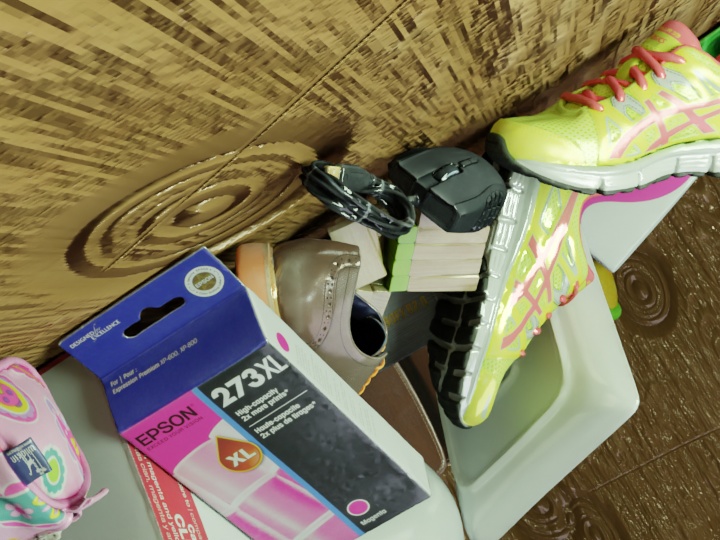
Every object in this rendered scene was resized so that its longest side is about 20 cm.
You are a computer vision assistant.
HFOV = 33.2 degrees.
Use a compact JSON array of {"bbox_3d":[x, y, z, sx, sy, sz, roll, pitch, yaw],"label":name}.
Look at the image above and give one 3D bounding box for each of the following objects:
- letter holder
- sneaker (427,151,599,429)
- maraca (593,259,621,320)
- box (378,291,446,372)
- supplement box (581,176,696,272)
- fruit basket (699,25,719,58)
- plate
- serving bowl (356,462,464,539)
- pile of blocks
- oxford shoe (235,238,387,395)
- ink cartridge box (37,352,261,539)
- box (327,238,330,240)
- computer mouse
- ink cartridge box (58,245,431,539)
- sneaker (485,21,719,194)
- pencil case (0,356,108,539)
[{"bbox_3d":[0.038,0.087,1.113,0.142,0.200,0.101,-33,175,23],"label":"letter holder"},{"bbox_3d":[0.107,0.010,0.778,0.078,0.090,0.200,-160,-92,-73],"label":"sneaker"},{"bbox_3d":[0.144,0.001,1.095,0.137,0.200,0.107,4,110,-50],"label":"maraca"},{"bbox_3d":[-0.016,0.066,0.905,0.158,0.048,0.200,-29,176,-24],"label":"box"},{"bbox_3d":[0.203,-0.070,0.985,0.103,0.101,0.200,-50,172,12],"label":"supplement box"},{"bbox_3d":[0.355,-0.121,0.919,0.216,0.216,0.155,-28,174,-37],"label":"fruit basket"},{"bbox_3d":[0.105,0.067,0.864,0.032,0.200,0.200,12,136,-24],"label":"plate"},{"bbox_3d":[-0.026,0.167,0.853,0.200,0.066,0.200,0,-158,0],"label":"serving bowl"},{"bbox_3d":[-0.021,-0.006,0.731,0.200,0.082,0.062,-22,-142,-4],"label":"pile of blocks"},{"bbox_3d":[-0.017,0.062,0.683,0.073,0.071,0.200,-9,138,2],"label":"oxford shoe"},{"bbox_3d":[-0.133,0.151,0.709,0.145,0.145,0.200,-33,156,14],"label":"ink cartridge box"},{"bbox_3d":[0.000,0.000,0.901,0.160,0.049,0.200,-34,175,7],"label":"box"},{"bbox_3d":[0.029,-0.046,0.604,0.034,0.059,0.200,-51,165,18],"label":"computer mouse"},{"bbox_3d":[-0.055,0.080,0.630,0.095,0.200,0.037,-32,-146,15],"label":"ink cartridge box"},{"bbox_3d":[0.165,-0.100,0.713,0.200,0.090,0.078,-10,-158,-20],"label":"sneaker"},{"bbox_3d":[-0.219,0.121,0.555,0.200,0.087,0.087,-31,176,6],"label":"pencil case"}]
